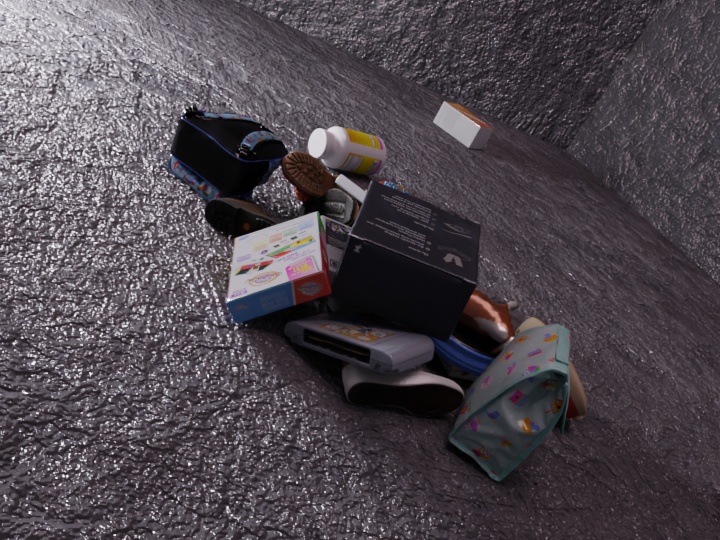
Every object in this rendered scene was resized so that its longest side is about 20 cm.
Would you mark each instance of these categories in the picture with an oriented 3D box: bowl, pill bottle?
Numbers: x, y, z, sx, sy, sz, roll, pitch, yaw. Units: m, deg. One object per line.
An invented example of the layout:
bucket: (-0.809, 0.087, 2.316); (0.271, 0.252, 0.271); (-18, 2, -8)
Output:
bowl: (0.188, 0.106, 1.216); (0.199, 0.040, 0.201); (22, 26, -11)
pill bottle: (-0.035, -0.308, 1.759); (0.199, 0.105, 0.104); (5, 34, -43)

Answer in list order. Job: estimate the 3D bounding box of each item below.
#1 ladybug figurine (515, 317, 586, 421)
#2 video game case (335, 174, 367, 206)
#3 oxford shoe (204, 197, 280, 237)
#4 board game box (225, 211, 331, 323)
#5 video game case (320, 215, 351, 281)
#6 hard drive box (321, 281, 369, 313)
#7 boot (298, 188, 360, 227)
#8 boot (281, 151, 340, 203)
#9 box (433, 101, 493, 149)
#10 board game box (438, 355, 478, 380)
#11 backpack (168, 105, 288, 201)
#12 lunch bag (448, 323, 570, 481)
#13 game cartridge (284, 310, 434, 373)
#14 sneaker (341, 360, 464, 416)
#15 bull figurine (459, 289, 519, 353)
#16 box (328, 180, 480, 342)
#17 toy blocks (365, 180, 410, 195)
ladybug figurine: (0.331, 0.181, 1.230); (0.071, 0.136, 0.201); (-23, 60, -5)
video game case: (0.052, -0.086, 1.317); (0.200, 0.024, 0.182); (40, -4, 26)
oxford shoe: (-0.171, -0.074, 1.215); (0.199, 0.073, 0.084); (34, 23, 9)
board game box: (-0.126, -0.010, 1.072); (0.151, 0.041, 0.201); (-17, 31, 5)
video game case: (0.018, -0.009, 1.175); (0.198, 0.023, 0.182); (22, 28, -16)
hard drive box: (0.000, 0.000, 1.253); (0.199, 0.077, 0.156); (1, 38, -47)
boot: (-0.018, -0.101, 1.347); (0.137, 0.078, 0.199); (19, -3, -30)
boot: (-0.110, -0.173, 1.404); (0.106, 0.076, 0.199); (-6, -23, 35)
box: (0.412, -0.580, 2.756); (0.200, 0.098, 0.124); (42, 28, 25)
board game box: (0.184, 0.125, 1.265); (0.125, 0.035, 0.201); (15, 29, -26)
backpack: (-0.248, -0.227, 1.342); (0.182, 0.135, 0.200); (36, 26, 15)
lunch bag: (0.241, 0.181, 1.014); (0.122, 0.200, 0.170); (40, 25, 3)
game cartridge: (0.002, 0.101, 1.020); (0.198, 0.042, 0.133); (14, 17, 34)
sneaker: (0.064, 0.159, 1.025); (0.198, 0.073, 0.085); (15, 31, -25)
bull figurine: (0.208, 0.072, 1.179); (0.199, 0.066, 0.121); (34, 25, 11)
box: (0.074, -0.020, 1.068); (0.195, 0.118, 0.201); (22, 31, -1)
toy blocks: (0.058, -0.124, 1.476); (0.099, 0.138, 0.200); (9, 31, -36)
